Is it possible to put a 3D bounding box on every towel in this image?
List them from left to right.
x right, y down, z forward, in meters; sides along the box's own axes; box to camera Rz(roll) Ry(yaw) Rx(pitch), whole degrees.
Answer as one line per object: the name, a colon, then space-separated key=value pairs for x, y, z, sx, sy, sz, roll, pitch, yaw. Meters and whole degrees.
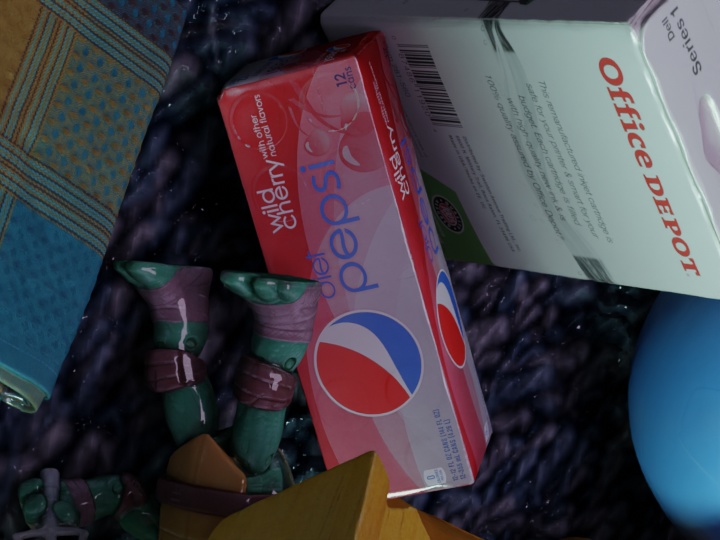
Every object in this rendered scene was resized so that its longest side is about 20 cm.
towel: x=-0.147 y=-0.062 z=0.788 sx=0.147 sy=0.022 sz=0.201 roll=39 pitch=54 yaw=-37

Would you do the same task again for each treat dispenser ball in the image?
treat dispenser ball: x=0.240 y=0.069 z=1.045 sx=0.200 sy=0.200 sz=0.202 roll=-8 pitch=103 yaw=-38

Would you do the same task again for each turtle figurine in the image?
turtle figurine: x=-0.070 y=0.099 z=0.856 sx=0.101 sy=0.149 sz=0.201 roll=8 pitch=87 yaw=-73

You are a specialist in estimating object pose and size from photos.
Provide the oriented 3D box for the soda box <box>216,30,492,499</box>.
soda box: x=0.000 y=0.000 z=0.893 sx=0.063 sy=0.070 sz=0.201 roll=-56 pitch=132 yaw=-69

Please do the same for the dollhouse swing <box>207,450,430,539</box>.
dollhouse swing: x=-0.050 y=0.211 z=0.765 sx=0.182 sy=0.175 sz=0.201 roll=-74 pitch=145 yaw=-55

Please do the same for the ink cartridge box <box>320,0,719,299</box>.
ink cartridge box: x=0.097 y=-0.074 z=0.900 sx=0.084 sy=0.199 sz=0.146 roll=-44 pitch=122 yaw=-28

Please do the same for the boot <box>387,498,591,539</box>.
boot: x=0.045 y=0.141 z=0.977 sx=0.144 sy=0.201 sz=0.071 roll=40 pitch=111 yaw=-1
